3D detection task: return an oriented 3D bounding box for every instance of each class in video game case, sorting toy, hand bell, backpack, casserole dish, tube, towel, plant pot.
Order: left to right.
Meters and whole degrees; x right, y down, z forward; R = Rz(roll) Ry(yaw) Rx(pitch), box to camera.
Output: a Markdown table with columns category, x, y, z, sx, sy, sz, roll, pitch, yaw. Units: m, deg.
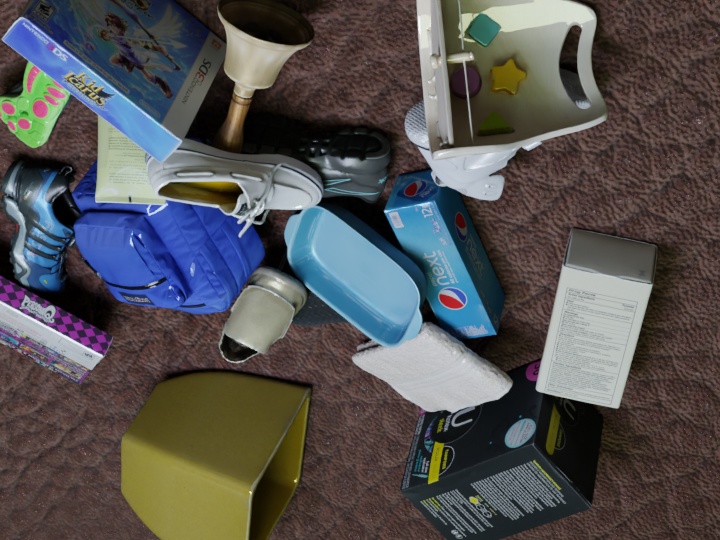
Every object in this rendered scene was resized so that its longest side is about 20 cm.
| category | x | y | z | sx | sy | sz | roll | pitch | yaw |
| --- | --- | --- | --- | --- | --- | --- | --- | --- | --- |
| video game case | -0.419 | 0.068 | 1.954 | 0.200 | 0.036 | 0.181 | 29 | 157 | -9 |
| video game case | -0.244 | -0.233 | 1.592 | 0.200 | 0.181 | 0.045 | 38 | 128 | -18 |
| tube | -0.251 | -0.166 | 1.650 | 0.058 | 0.201 | 0.052 | -11 | 165 | 14 |
| backpack | -0.220 | -0.035 | 1.760 | 0.162 | 0.168 | 0.200 | 10 | 146 | 38 |
| plant pot | -0.196 | 0.244 | 1.995 | 0.200 | 0.196 | 0.195 | 19 | 133 | 12 |
| hand bell | -0.127 | -0.177 | 1.634 | 0.104 | 0.104 | 0.200 | 21 | 122 | -2 |
| casserole dish | 0.000 | 0.000 | 1.755 | 0.200 | 0.039 | 0.121 | 38 | 135 | 17 |
| towel | 0.081 | 0.119 | 1.852 | 0.132 | 0.035 | 0.200 | 34 | 156 | -15 |
| sorting toy | 0.151 | -0.198 | 1.538 | 0.180 | 0.201 | 0.107 | -4 | 165 | 0 |

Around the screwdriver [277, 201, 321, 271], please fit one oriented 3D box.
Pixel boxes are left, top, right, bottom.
| category | x | y | z | sx | sy | sz | roll | pitch | yaw |
| --- | --- | --- | --- | --- | --- | --- | --- | --- | --- |
| screwdriver | -0.081 | -0.034 | 1.826 | 0.028 | 0.029 | 0.200 | 22 | 136 | -4 |

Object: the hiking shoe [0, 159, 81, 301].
| category | x | y | z | sx | sy | sz | roll | pitch | yaw |
| --- | --- | --- | --- | --- | --- | --- | --- | --- | --- |
| hiking shoe | -0.373 | -0.039 | 1.869 | 0.086 | 0.074 | 0.200 | 6 | 131 | 12 |

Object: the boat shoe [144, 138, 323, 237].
| category | x | y | z | sx | sy | sz | roll | pitch | yaw |
| --- | --- | --- | --- | --- | --- | --- | --- | --- | --- |
| boat shoe | -0.127 | -0.079 | 1.631 | 0.202 | 0.086 | 0.075 | 13 | 138 | -30 |

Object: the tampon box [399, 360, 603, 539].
| category | x | y | z | sx | sy | sz | roll | pitch | yaw |
| --- | --- | --- | --- | --- | --- | --- | --- | --- | --- |
| tampon box | 0.173 | 0.224 | 1.888 | 0.200 | 0.150 | 0.126 | -26 | 120 | 32 |

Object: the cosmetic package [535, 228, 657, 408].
| category | x | y | z | sx | sy | sz | roll | pitch | yaw |
| --- | --- | --- | --- | --- | --- | --- | --- | --- | --- |
| cosmetic package | 0.267 | 0.056 | 1.768 | 0.105 | 0.071 | 0.200 | 13 | 132 | 6 |

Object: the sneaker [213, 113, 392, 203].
| category | x | y | z | sx | sy | sz | roll | pitch | yaw |
| --- | --- | --- | --- | --- | --- | --- | --- | --- | --- |
| sneaker | -0.065 | -0.117 | 1.714 | 0.199 | 0.076 | 0.079 | 10 | 135 | 8 |

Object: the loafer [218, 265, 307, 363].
| category | x | y | z | sx | sy | sz | roll | pitch | yaw |
| --- | --- | --- | --- | --- | --- | --- | --- | --- | --- |
| loafer | -0.119 | 0.059 | 1.851 | 0.076 | 0.068 | 0.200 | 26 | 151 | -5 |

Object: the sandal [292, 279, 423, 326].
| category | x | y | z | sx | sy | sz | roll | pitch | yaw |
| --- | --- | --- | --- | --- | --- | --- | --- | --- | --- |
| sandal | -0.013 | 0.028 | 1.849 | 0.200 | 0.048 | 0.075 | 0 | 132 | 33 |

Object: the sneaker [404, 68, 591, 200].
| category | x | y | z | sx | sy | sz | roll | pitch | yaw |
| --- | --- | --- | --- | --- | --- | --- | --- | --- | --- |
| sneaker | 0.154 | -0.142 | 1.633 | 0.199 | 0.075 | 0.115 | -11 | 139 | 11 |

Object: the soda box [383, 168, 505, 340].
| category | x | y | z | sx | sy | sz | roll | pitch | yaw |
| --- | --- | --- | --- | --- | --- | --- | --- | --- | --- |
| soda box | 0.098 | -0.016 | 1.757 | 0.064 | 0.068 | 0.200 | -9 | 127 | 25 |

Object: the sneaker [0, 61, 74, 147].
| category | x | y | z | sx | sy | sz | roll | pitch | yaw |
| --- | --- | --- | --- | --- | --- | --- | --- | --- | --- |
| sneaker | -0.343 | -0.199 | 1.722 | 0.077 | 0.084 | 0.200 | 50 | 144 | -8 |
